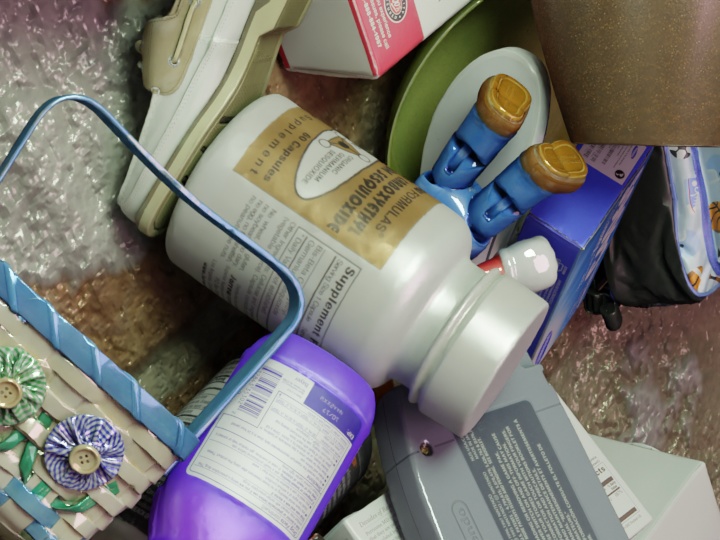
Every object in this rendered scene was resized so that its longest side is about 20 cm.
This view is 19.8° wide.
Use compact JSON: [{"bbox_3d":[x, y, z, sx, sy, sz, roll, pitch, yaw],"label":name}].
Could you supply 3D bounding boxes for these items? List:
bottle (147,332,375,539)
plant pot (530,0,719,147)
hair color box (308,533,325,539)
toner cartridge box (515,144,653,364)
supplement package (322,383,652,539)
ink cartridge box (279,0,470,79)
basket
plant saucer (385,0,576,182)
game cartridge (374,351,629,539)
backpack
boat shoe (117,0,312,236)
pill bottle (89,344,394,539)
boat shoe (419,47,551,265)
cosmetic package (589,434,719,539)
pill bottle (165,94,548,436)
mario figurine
[{"bbox_3d":[-0.067,0.129,1.086,0.083,0.065,0.201,32,59,-2],"label":"bottle"},{"bbox_3d":[0.172,-0.174,1.209,0.186,0.186,0.202,-4,97,-47],"label":"plant pot"},{"bbox_3d":[-0.040,0.261,1.185,0.061,0.101,0.201,-28,149,-55],"label":"hair color box"},{"bbox_3d":[0.129,-0.008,1.350,0.095,0.043,0.200,-51,168,-28],"label":"toner cartridge box"},{"bbox_3d":[0.052,0.187,1.280,0.199,0.156,0.111,-28,76,-41],"label":"supplement package"},{"bbox_3d":[0.021,-0.229,1.241,0.200,0.084,0.146,-43,126,-34],"label":"ink cartridge box"},{"bbox_3d":[-0.143,0.037,1.049,0.176,0.139,0.201,39,75,-18],"label":"basket"},{"bbox_3d":[0.090,-0.112,1.334,0.199,0.031,0.201,-25,138,-25],"label":"plant saucer"},{"bbox_3d":[0.089,0.150,1.197,0.132,0.042,0.201,-15,72,-34],"label":"game cartridge"},{"bbox_3d":[0.242,-0.077,1.472,0.190,0.153,0.202,-28,115,-59],"label":"backpack"},{"bbox_3d":[-0.088,-0.118,1.152,0.201,0.068,0.075,-60,170,6],"label":"boat shoe"},{"bbox_3d":[-0.064,0.115,1.196,0.200,0.106,0.107,-45,128,-33],"label":"pill bottle"},{"bbox_3d":[0.081,-0.054,1.297,0.066,0.072,0.202,-28,139,-49],"label":"boat shoe"},{"bbox_3d":[0.159,0.215,1.460,0.200,0.112,0.082,-44,128,-31],"label":"cosmetic package"},{"bbox_3d":[0.000,0.000,1.157,0.115,0.199,0.114,-53,170,-14],"label":"pill bottle"},{"bbox_3d":[0.047,-0.030,1.256,0.105,0.200,0.124,19,41,-40],"label":"mario figurine"}]
